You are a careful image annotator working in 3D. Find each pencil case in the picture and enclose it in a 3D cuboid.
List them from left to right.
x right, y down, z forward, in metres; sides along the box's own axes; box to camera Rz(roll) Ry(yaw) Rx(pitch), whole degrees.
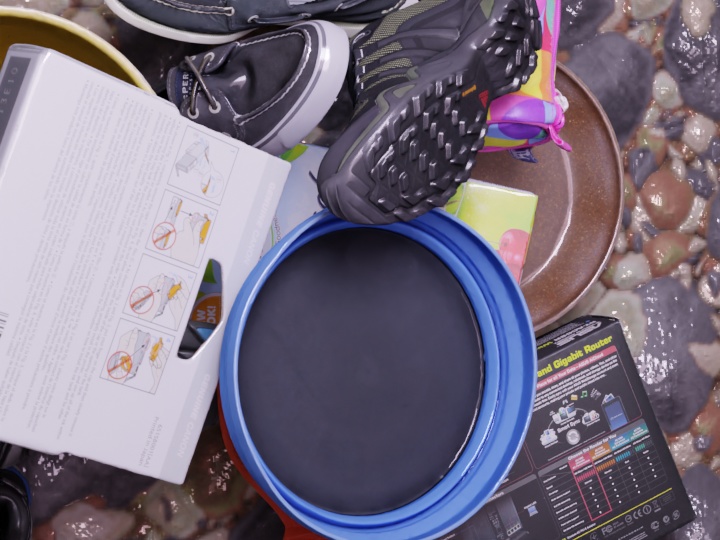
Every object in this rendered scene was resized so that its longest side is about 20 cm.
[{"bbox_3d":[0.092,-0.170,1.084,0.088,0.088,0.201,4,78,-17],"label":"pencil case"}]

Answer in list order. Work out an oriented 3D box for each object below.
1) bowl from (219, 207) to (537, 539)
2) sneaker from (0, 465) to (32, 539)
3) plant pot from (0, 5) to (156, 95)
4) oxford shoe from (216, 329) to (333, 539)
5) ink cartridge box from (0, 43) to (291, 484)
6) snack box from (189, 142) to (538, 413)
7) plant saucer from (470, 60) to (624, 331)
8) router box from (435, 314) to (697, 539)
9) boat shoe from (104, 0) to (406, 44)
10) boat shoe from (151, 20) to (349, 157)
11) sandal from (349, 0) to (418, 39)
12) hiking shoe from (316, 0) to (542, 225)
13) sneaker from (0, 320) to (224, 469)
[{"bbox_3d":[0.010,0.058,0.984,0.200,0.039,0.201,1,87,-29],"label":"bowl"},{"bbox_3d":[-0.263,0.201,1.005,0.077,0.111,0.200,40,81,-13],"label":"sneaker"},{"bbox_3d":[-0.214,-0.046,0.996,0.199,0.142,0.201,-1,93,-17],"label":"plant pot"},{"bbox_3d":[-0.030,0.108,1.043,0.071,0.073,0.200,-8,113,26],"label":"oxford shoe"},{"bbox_3d":[-0.142,0.001,0.926,0.173,0.044,0.200,23,84,-42],"label":"ink cartridge box"},{"bbox_3d":[0.000,0.000,1.072,0.199,0.053,0.143,13,93,3],"label":"snack box"},{"bbox_3d":[0.079,-0.054,1.141,0.200,0.037,0.201,0,92,-16],"label":"plant saucer"},{"bbox_3d":[0.107,0.138,1.141,0.200,0.062,0.150,-24,99,-15],"label":"router box"},{"bbox_3d":[-0.054,-0.177,1.005,0.199,0.066,0.075,2,60,-28],"label":"boat shoe"},{"bbox_3d":[-0.090,-0.100,1.007,0.066,0.200,0.070,16,67,-38],"label":"boat shoe"},{"bbox_3d":[-0.007,-0.186,1.103,0.202,0.050,0.083,16,87,-17],"label":"sandal"},{"bbox_3d":[0.024,-0.098,0.988,0.200,0.101,0.076,-49,131,-34],"label":"hiking shoe"},{"bbox_3d":[-0.162,0.067,1.039,0.199,0.082,0.073,-9,100,-10],"label":"sneaker"}]
